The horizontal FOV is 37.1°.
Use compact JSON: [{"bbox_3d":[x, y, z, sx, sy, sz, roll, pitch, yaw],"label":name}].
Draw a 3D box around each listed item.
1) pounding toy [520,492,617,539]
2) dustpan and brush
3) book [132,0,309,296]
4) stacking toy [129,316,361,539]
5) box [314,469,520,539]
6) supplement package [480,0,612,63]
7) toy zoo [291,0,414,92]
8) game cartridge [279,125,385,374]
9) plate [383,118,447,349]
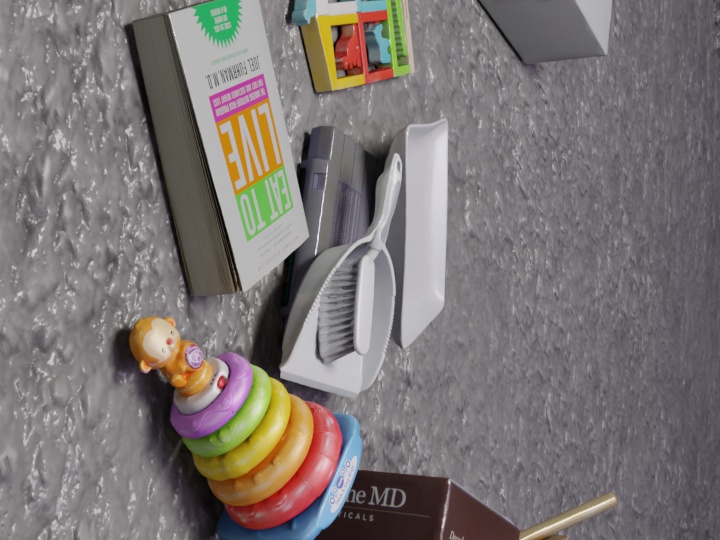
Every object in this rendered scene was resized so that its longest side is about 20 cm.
[{"bbox_3d":[0.133,0.297,1.060,0.183,0.197,0.145,3,87,-60],"label":"pounding toy"},{"bbox_3d":[0.000,0.000,0.901,0.139,0.056,0.204,26,68,-58],"label":"dustpan and brush"},{"bbox_3d":[-0.099,-0.100,0.813,0.134,0.047,0.203,-41,123,-58],"label":"book"},{"bbox_3d":[-0.096,0.101,0.773,0.201,0.109,0.117,52,48,-32],"label":"stacking toy"},{"bbox_3d":[0.018,0.284,0.888,0.164,0.164,0.203,41,55,-52],"label":"box"},{"bbox_3d":[0.226,-0.355,1.312,0.200,0.116,0.119,35,59,-55],"label":"supplement package"},{"bbox_3d":[-0.008,-0.239,0.993,0.199,0.020,0.134,-28,114,-57],"label":"toy zoo"},{"bbox_3d":[-0.019,-0.013,0.960,0.129,0.038,0.204,26,68,-54],"label":"game cartridge"},{"bbox_3d":[0.053,-0.044,1.045,0.200,0.032,0.203,-32,124,-72],"label":"plate"}]
